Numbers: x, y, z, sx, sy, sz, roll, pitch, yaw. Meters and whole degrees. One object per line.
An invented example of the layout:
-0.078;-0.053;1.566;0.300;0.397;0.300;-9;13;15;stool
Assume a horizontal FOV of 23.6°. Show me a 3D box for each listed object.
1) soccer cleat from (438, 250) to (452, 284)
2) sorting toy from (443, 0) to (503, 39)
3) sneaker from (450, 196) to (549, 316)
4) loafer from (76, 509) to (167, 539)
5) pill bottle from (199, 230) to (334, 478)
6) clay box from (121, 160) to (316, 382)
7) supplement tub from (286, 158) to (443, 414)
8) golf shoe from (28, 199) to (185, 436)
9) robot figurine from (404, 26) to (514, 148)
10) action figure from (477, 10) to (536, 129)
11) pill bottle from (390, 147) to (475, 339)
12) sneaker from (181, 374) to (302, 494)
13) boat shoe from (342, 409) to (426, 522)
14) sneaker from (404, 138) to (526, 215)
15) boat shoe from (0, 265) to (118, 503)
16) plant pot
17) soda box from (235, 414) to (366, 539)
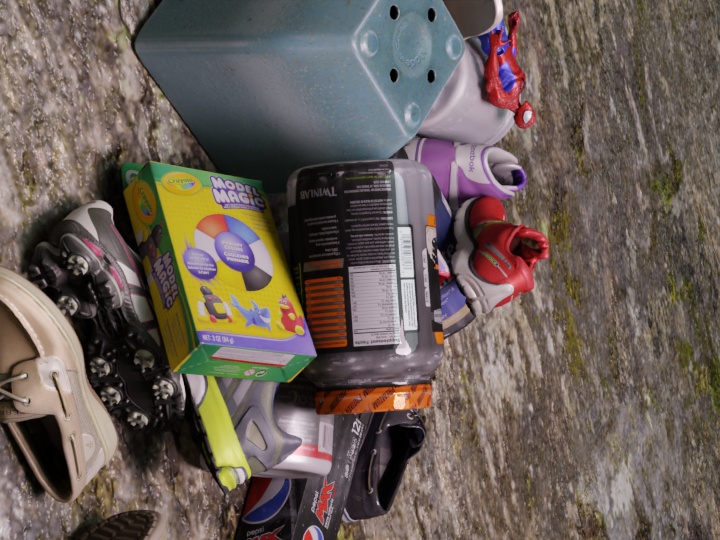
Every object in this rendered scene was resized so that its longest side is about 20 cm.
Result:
0.019;0.062;1.599;0.067;0.076;0.201;13;109;-41;soccer cleat
0.047;-0.273;1.555;0.107;0.180;0.200;-47;120;-17;sorting toy
0.137;-0.017;1.625;0.200;0.085;0.077;-81;150;-64;sneaker
-0.205;0.269;1.302;0.200;0.075;0.068;-56;134;-31;loafer
-0.076;0.074;1.481;0.114;0.113;0.201;20;69;-55;pill bottle
-0.116;-0.010;1.372;0.115;0.048;0.201;8;52;-40;clay box
0.005;0.015;1.402;0.122;0.122;0.201;1;85;-57;supplement tub
-0.181;0.039;1.360;0.088;0.077;0.201;-64;139;-51;golf shoe
0.091;-0.186;1.772;0.200;0.113;0.170;13;112;-56;robot figurine
0.132;-0.232;1.700;0.065;0.051;0.201;-50;125;-54;action figure
0.039;-0.033;1.675;0.200;0.111;0.112;59;41;-35;pill bottle
-0.108;0.077;1.399;0.074;0.081;0.201;121;-48;-71;sneaker
0.032;0.162;1.683;0.070;0.066;0.200;63;39;-31;boat shoe
0.117;-0.075;1.768;0.201;0.114;0.073;53;40;-69;sneaker
-0.243;0.084;1.263;0.065;0.072;0.201;-59;139;-43;boat shoe
-0.030;-0.191;1.477;0.197;0.199;0.196;-59;135;-28;plant pot
-0.058;0.211;1.539;0.071;0.063;0.201;46;49;-44;soda box
